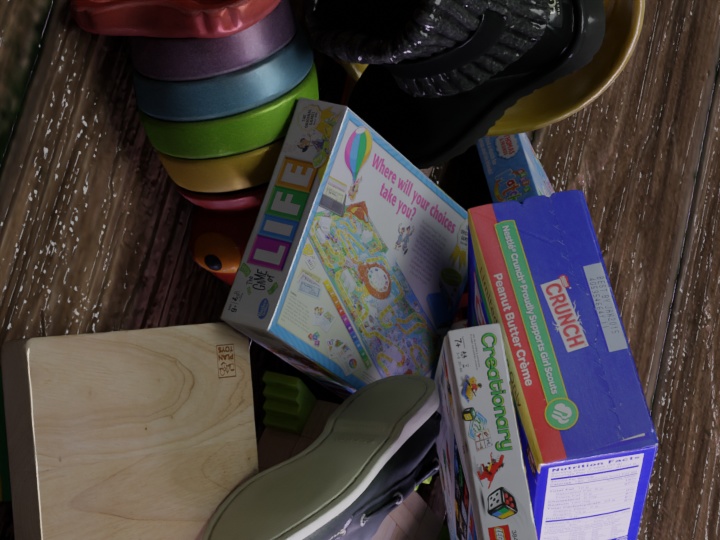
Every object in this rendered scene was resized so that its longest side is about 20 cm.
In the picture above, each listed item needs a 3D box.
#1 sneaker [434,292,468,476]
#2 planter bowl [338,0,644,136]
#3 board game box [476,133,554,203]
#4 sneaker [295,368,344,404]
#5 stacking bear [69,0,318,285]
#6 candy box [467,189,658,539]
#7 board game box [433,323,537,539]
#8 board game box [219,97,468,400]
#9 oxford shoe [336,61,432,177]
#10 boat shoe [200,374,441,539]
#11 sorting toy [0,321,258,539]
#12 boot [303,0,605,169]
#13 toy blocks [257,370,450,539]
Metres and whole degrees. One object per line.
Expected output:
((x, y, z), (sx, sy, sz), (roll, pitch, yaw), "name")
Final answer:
((0.068, 0.070, 1.823), (0.201, 0.067, 0.109), (-17, 100, -61), "sneaker")
((0.076, -0.188, 1.702), (0.084, 0.199, 0.201), (-82, 150, -52), "planter bowl")
((0.129, -0.006, 1.874), (0.200, 0.036, 0.152), (-104, 167, -55), "board game box")
((-0.017, -0.015, 1.700), (0.080, 0.073, 0.201), (-48, 134, -55), "sneaker")
((-0.073, -0.080, 1.581), (0.114, 0.121, 0.201), (-45, 130, -48), "stacking bear")
((0.116, 0.074, 1.644), (0.200, 0.076, 0.170), (90, -12, -63), "candy box")
((0.069, 0.115, 1.590), (0.200, 0.034, 0.127), (96, -15, -77), "board game box")
((0.000, 0.000, 1.603), (0.200, 0.034, 0.135), (38, 69, -57), "board game box")
((0.027, -0.093, 1.768), (0.071, 0.072, 0.202), (3, 84, -58), "oxford shoe")
((-0.016, 0.133, 1.539), (0.199, 0.074, 0.066), (-44, 128, -49), "boat shoe")
((-0.136, 0.133, 1.479), (0.200, 0.069, 0.200), (-3, 89, -59), "sorting toy")
((0.022, -0.124, 1.593), (0.157, 0.211, 0.080), (-2, 67, -43), "boot")
((-0.024, 0.172, 1.646), (0.137, 0.099, 0.200), (-65, 145, -22), "toy blocks")
